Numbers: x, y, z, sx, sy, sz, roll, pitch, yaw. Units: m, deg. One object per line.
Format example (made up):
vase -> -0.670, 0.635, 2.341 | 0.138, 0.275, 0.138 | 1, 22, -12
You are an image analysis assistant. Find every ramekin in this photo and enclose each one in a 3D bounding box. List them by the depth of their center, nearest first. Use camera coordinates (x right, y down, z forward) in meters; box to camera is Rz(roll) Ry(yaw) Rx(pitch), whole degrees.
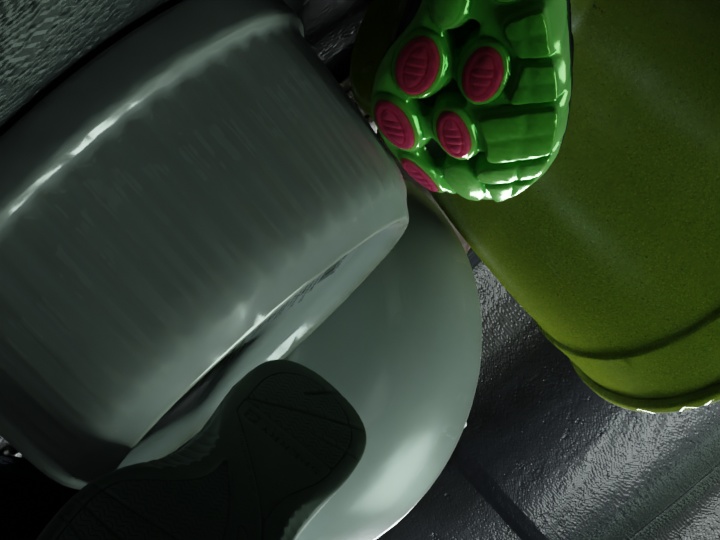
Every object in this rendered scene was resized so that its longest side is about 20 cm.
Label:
ramekin -> -0.074, -0.005, 0.698 | 0.200, 0.105, 0.200 | -42, 174, -6

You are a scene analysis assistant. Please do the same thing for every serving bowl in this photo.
serving bowl -> -0.048, 0.033, 0.825 | 0.200, 0.200, 0.066 | -43, 150, 10

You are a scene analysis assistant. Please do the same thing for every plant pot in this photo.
plant pot -> 0.105, -0.072, 0.805 | 0.200, 0.193, 0.200 | -36, -148, 28

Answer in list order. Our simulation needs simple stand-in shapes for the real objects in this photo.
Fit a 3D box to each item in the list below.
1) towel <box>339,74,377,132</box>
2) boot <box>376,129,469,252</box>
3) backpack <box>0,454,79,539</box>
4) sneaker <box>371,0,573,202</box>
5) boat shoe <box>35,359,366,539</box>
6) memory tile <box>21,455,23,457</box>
towel -> -0.017, -0.060, 1.024 | 0.133, 0.034, 0.200 | -40, 174, -18
boot -> 0.000, 0.000, 0.895 | 0.200, 0.064, 0.186 | -55, 153, -29
backpack -> -0.140, 0.152, 0.745 | 0.200, 0.151, 0.178 | 4, -170, 21
sneaker -> 0.051, -0.110, 0.645 | 0.084, 0.077, 0.200 | -54, 156, -48
boat shoe -> -0.066, 0.101, 0.656 | 0.065, 0.074, 0.202 | -51, 177, 34
memory tile -> -0.159, 0.144, 1.104 | 0.200, 0.153, 0.017 | -34, 132, -51
